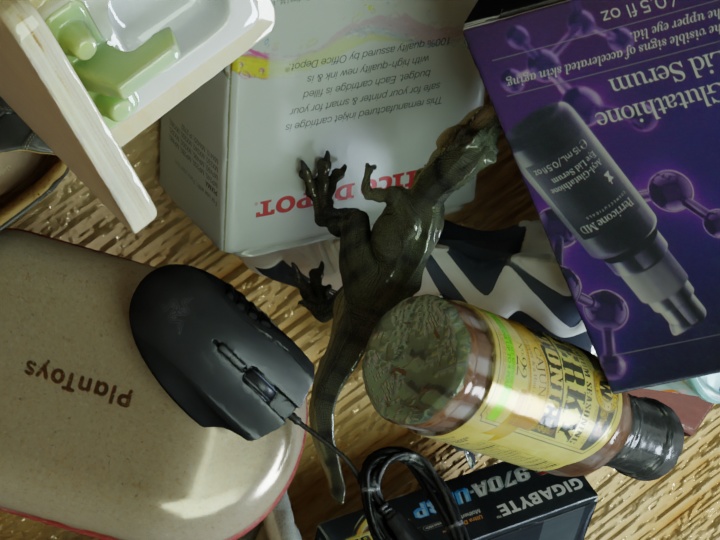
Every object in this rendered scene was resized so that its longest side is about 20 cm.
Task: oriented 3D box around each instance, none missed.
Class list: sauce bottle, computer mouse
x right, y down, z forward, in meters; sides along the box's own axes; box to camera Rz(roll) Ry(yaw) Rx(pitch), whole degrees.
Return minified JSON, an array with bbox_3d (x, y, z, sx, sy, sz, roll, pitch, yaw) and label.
[{"bbox_3d":[0.084,0.061,1.148,0.200,0.065,0.065,19,105,-49],"label":"sauce bottle"},{"bbox_3d":[-0.026,0.072,1.109,0.200,0.034,0.059,40,84,1],"label":"computer mouse"}]

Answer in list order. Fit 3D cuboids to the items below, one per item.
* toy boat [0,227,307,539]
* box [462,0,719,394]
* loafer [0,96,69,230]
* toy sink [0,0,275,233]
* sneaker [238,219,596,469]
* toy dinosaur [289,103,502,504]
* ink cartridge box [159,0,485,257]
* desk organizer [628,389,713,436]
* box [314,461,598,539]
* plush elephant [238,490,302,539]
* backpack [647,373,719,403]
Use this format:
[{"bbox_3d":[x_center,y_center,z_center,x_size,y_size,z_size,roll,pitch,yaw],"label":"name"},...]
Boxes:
[{"bbox_3d":[-0.124,0.062,1.188,0.199,0.131,0.131,17,85,-1],"label":"toy boat"},{"bbox_3d":[0.158,-0.062,1.112,0.201,0.147,0.104,65,29,-20],"label":"box"},{"bbox_3d":[-0.220,-0.018,1.105,0.200,0.072,0.073,-40,132,-7],"label":"loafer"},{"bbox_3d":[-0.119,-0.134,1.015,0.112,0.200,0.131,-38,135,-9],"label":"toy sink"},{"bbox_3d":[0.031,0.037,1.238,0.198,0.080,0.130,5,110,8],"label":"sneaker"},{"bbox_3d":[0.000,0.000,1.142,0.047,0.088,0.201,9,111,-40],"label":"toy dinosaur"},{"bbox_3d":[-0.017,-0.123,1.172,0.145,0.083,0.201,-12,123,-28],"label":"ink cartridge box"},{"bbox_3d":[0.106,0.056,1.368,0.200,0.072,0.077,22,105,-40],"label":"desk organizer"},{"bbox_3d":[0.039,0.195,1.381,0.158,0.046,0.200,-15,142,-26],"label":"box"},{"bbox_3d":[-0.092,0.171,1.261,0.199,0.155,0.165,13,156,-5],"label":"plush elephant"},{"bbox_3d":[0.181,-0.034,1.288,0.177,0.150,0.201,-40,129,-44],"label":"backpack"}]
